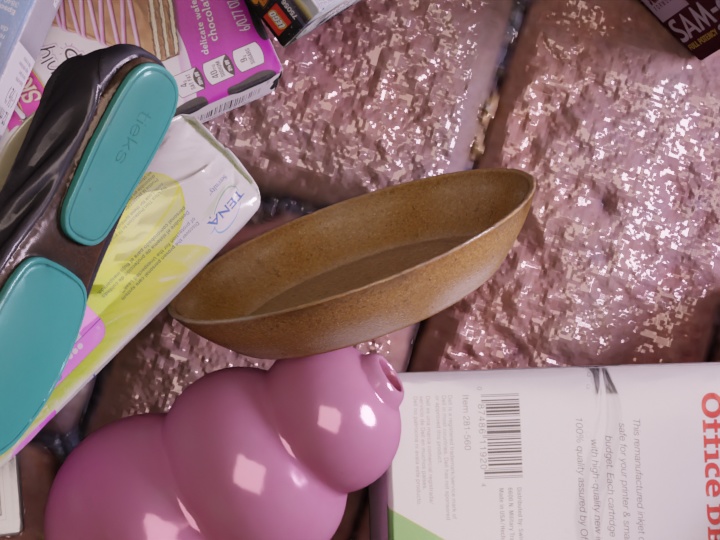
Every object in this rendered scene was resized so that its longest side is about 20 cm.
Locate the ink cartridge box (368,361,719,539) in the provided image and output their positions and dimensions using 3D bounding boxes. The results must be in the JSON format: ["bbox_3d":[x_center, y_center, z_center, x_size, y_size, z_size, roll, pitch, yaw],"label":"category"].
[{"bbox_3d":[0.107,0.126,0.972,0.198,0.084,0.148,-1,86,-7],"label":"ink cartridge box"}]

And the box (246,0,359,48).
[{"bbox_3d":[-0.057,-0.230,0.968,0.201,0.040,0.137,52,43,0],"label":"box"}]

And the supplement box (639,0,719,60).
[{"bbox_3d":[0.252,-0.216,1.007,0.061,0.109,0.200,45,83,-2],"label":"supplement box"}]

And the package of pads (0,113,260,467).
[{"bbox_3d":[-0.146,0.016,0.903,0.068,0.154,0.200,46,74,-6],"label":"package of pads"}]

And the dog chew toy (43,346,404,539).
[{"bbox_3d":[-0.064,0.107,0.915,0.199,0.125,0.125,-35,90,13],"label":"dog chew toy"}]

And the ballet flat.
[{"bbox_3d":[-0.148,-0.012,0.803,0.073,0.073,0.201,25,79,-4],"label":"ballet flat"}]

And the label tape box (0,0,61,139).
[{"bbox_3d":[-0.250,-0.096,0.900,0.142,0.066,0.202,23,87,-1],"label":"label tape box"}]

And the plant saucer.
[{"bbox_3d":[0.000,0.000,0.920,0.199,0.200,0.036,-22,104,-8],"label":"plant saucer"}]

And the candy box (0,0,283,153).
[{"bbox_3d":[-0.159,-0.125,0.973,0.199,0.061,0.137,-25,88,-8],"label":"candy box"}]

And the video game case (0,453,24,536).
[{"bbox_3d":[-0.285,0.079,0.962,0.198,0.018,0.145,-5,86,-8],"label":"video game case"}]
